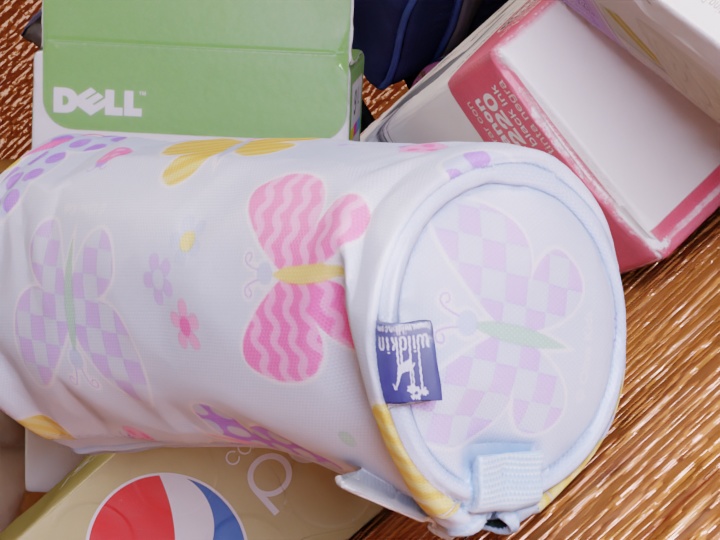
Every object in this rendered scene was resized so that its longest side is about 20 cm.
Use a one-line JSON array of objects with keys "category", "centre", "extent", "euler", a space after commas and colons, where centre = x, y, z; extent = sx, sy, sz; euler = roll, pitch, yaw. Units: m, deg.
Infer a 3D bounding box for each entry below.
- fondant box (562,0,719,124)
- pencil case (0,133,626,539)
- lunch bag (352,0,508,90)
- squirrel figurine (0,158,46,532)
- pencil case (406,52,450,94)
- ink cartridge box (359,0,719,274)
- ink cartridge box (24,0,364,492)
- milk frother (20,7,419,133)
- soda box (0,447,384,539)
[{"category": "fondant box", "centre": [0.143, -0.131, 0.618], "extent": [0.200, 0.058, 0.144], "euler": [-41, 44, -3]}, {"category": "pencil case", "centre": [-0.023, 0.011, 0.604], "extent": [0.083, 0.092, 0.199], "euler": [-18, 16, -38]}, {"category": "lunch bag", "centre": [0.027, -0.163, 0.944], "extent": [0.131, 0.137, 0.200], "euler": [-23, -12, -11]}, {"category": "squirrel figurine", "centre": [-0.154, 0.057, 0.992], "extent": [0.200, 0.140, 0.188], "euler": [84, -174, -66]}, {"category": "pencil case", "centre": [0.000, 0.000, 0.910], "extent": [0.082, 0.087, 0.200], "euler": [21, 52, 35]}, {"category": "ink cartridge box", "centre": [0.084, -0.064, 0.783], "extent": [0.146, 0.085, 0.200], "euler": [-42, 3, -17]}, {"category": "ink cartridge box", "centre": [-0.054, -0.027, 0.776], "extent": [0.103, 0.202, 0.059], "euler": [3, 12, 3]}, {"category": "milk frother", "centre": [-0.053, -0.051, 1.086], "extent": [0.180, 0.189, 0.200], "euler": [-29, -2, -37]}, {"category": "soda box", "centre": [-0.030, 0.056, 0.716], "extent": [0.200, 0.068, 0.064], "euler": [-41, 5, 9]}]
